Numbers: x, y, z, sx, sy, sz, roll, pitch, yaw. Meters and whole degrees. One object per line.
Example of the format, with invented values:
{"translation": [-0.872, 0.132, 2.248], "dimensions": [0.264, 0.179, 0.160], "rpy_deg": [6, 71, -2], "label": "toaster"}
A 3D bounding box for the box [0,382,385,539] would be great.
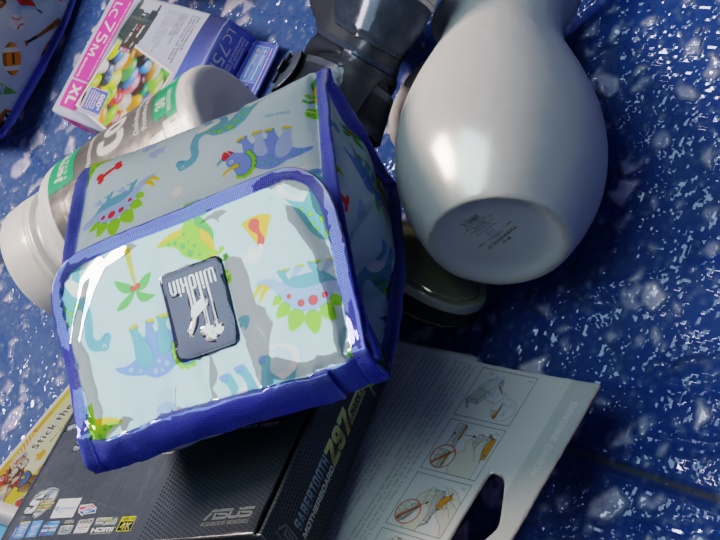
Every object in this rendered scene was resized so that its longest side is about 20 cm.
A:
{"translation": [-0.095, 0.106, 0.804], "dimensions": [0.200, 0.051, 0.158], "rpy_deg": [-9, 39, 34], "label": "box"}

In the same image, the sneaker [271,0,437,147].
{"translation": [-0.018, -0.124, 0.909], "dimensions": [0.202, 0.077, 0.146], "rpy_deg": [-155, 89, -81], "label": "sneaker"}

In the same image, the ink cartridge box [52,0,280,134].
{"translation": [-0.158, -0.151, 1.112], "dimensions": [0.200, 0.042, 0.119], "rpy_deg": [24, 85, 43], "label": "ink cartridge box"}

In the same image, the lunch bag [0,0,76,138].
{"translation": [-0.358, -0.223, 1.268], "dimensions": [0.170, 0.124, 0.200], "rpy_deg": [3, 56, 41], "label": "lunch bag"}

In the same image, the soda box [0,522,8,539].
{"translation": [-0.164, 0.214, 0.894], "dimensions": [0.064, 0.068, 0.200], "rpy_deg": [-42, 42, -19], "label": "soda box"}

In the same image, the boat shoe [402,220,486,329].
{"translation": [-0.002, 0.000, 0.883], "dimensions": [0.199, 0.074, 0.066], "rpy_deg": [30, 117, 36], "label": "boat shoe"}

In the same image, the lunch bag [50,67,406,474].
{"translation": [-0.069, 0.007, 0.761], "dimensions": [0.170, 0.127, 0.200], "rpy_deg": [-20, 43, 16], "label": "lunch bag"}

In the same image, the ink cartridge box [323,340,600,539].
{"translation": [0.022, 0.132, 0.763], "dimensions": [0.173, 0.044, 0.200], "rpy_deg": [10, 54, 41], "label": "ink cartridge box"}

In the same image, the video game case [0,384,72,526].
{"translation": [-0.138, 0.098, 0.923], "dimensions": [0.182, 0.023, 0.200], "rpy_deg": [5, 48, 43], "label": "video game case"}

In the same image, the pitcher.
{"translation": [0.069, -0.082, 0.841], "dimensions": [0.172, 0.121, 0.200], "rpy_deg": [-43, 33, 44], "label": "pitcher"}

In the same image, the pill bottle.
{"translation": [-0.156, -0.050, 1.005], "dimensions": [0.200, 0.113, 0.113], "rpy_deg": [-31, 51, 25], "label": "pill bottle"}
